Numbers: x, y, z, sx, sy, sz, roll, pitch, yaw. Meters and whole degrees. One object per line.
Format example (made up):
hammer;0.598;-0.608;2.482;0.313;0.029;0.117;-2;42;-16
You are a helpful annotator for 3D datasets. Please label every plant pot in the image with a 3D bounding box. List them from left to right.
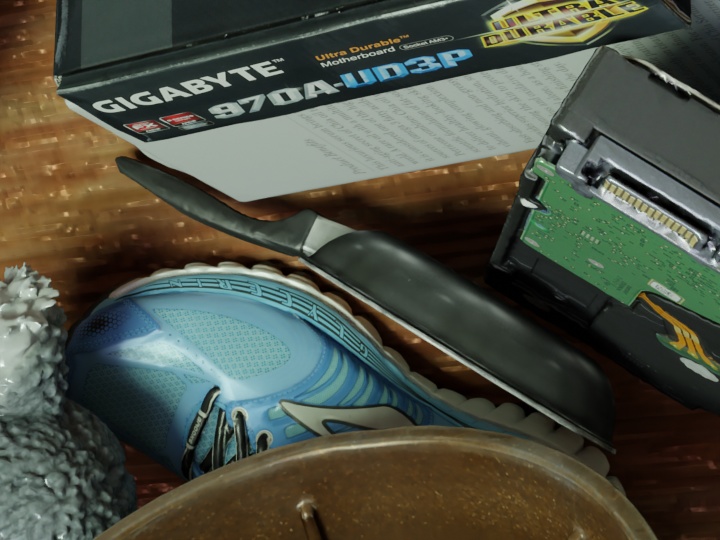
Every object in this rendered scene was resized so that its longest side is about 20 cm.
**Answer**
plant pot;0.009;0.184;0.656;0.199;0.201;0.199;-2;124;24

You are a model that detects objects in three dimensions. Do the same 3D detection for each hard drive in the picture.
hard drive;0.105;0.009;0.626;0.139;0.200;0.038;31;83;5

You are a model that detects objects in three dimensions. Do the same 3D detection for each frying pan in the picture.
frying pan;0.012;0.007;0.735;0.190;0.115;0.031;33;91;48

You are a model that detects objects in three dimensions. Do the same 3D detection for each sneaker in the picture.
sneaker;-0.013;0.063;0.750;0.199;0.090;0.079;22;123;11

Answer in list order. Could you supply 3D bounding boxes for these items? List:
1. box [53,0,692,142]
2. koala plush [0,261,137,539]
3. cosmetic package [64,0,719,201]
box;0.000;-0.144;0.589;0.158;0.046;0.202;-9;69;27
koala plush;-0.153;0.094;0.758;0.199;0.184;0.178;-24;89;25
cosmetic package;0.026;-0.079;0.641;0.199;0.101;0.072;-10;71;26
